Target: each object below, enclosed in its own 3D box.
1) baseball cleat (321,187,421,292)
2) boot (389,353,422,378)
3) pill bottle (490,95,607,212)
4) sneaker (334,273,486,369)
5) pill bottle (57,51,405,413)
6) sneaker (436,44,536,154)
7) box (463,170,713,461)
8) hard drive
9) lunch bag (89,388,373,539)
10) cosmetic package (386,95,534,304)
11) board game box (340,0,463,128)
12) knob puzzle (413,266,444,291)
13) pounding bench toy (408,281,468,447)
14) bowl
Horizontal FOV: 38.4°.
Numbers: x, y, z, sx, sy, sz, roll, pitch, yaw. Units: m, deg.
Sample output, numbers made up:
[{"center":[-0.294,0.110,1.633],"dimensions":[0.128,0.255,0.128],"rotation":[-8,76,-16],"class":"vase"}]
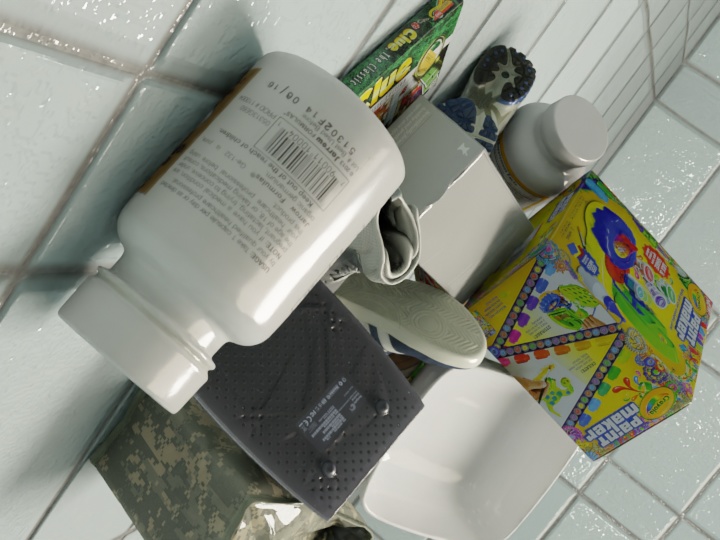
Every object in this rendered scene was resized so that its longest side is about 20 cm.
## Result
[{"center":[-0.009,-0.013,0.803],"dimensions":[0.070,0.107,0.200],"rotation":[-31,157,-22],"class":"baseball cleat"},{"center":[0.000,0.130,1.031],"dimensions":[0.199,0.070,0.147],"rotation":[-25,141,-27],"class":"boot"},{"center":[0.175,-0.117,1.129],"dimensions":[0.104,0.104,0.200],"rotation":[-43,-171,-34],"class":"pill bottle"},{"center":[0.016,0.053,0.949],"dimensions":[0.075,0.199,0.085],"rotation":[-56,166,-47],"class":"sneaker"},{"center":[-0.077,-0.021,0.609],"dimensions":[0.200,0.114,0.114],"rotation":[-50,168,-11],"class":"pill bottle"},{"center":[0.106,-0.137,1.049],"dimensions":[0.200,0.077,0.085],"rotation":[-45,170,-26],"class":"sneaker"},{"center":[0.227,0.039,1.013],"dimensions":[0.122,0.193,0.200],"rotation":[-41,-175,34],"class":"box"},{"center":[-0.059,0.075,0.781],"dimensions":[0.135,0.200,0.042],"rotation":[-47,-171,-25],"class":"hard drive"},{"center":[-0.097,0.184,0.867],"dimensions":[0.118,0.164,0.200],"rotation":[-54,143,10],"class":"lunch bag"},{"center":[0.072,-0.055,0.907],"dimensions":[0.107,0.090,0.200],"rotation":[-44,150,1],"class":"cosmetic package"},{"center":[0.006,-0.132,0.818],"dimensions":[0.200,0.023,0.105],"rotation":[-46,164,-28],"class":"board game box"},{"center":[0.113,0.075,1.284],"dimensions":[0.030,0.220,0.220],"rotation":[-16,159,-9],"class":"knob puzzle"},{"center":[0.061,0.130,1.141],"dimensions":[0.124,0.156,0.201],"rotation":[-12,133,-4],"class":"pounding bench toy"},{"center":[0.104,0.172,1.043],"dimensions":[0.200,0.199,0.075],"rotation":[-58,-150,17],"class":"bowl"}]
